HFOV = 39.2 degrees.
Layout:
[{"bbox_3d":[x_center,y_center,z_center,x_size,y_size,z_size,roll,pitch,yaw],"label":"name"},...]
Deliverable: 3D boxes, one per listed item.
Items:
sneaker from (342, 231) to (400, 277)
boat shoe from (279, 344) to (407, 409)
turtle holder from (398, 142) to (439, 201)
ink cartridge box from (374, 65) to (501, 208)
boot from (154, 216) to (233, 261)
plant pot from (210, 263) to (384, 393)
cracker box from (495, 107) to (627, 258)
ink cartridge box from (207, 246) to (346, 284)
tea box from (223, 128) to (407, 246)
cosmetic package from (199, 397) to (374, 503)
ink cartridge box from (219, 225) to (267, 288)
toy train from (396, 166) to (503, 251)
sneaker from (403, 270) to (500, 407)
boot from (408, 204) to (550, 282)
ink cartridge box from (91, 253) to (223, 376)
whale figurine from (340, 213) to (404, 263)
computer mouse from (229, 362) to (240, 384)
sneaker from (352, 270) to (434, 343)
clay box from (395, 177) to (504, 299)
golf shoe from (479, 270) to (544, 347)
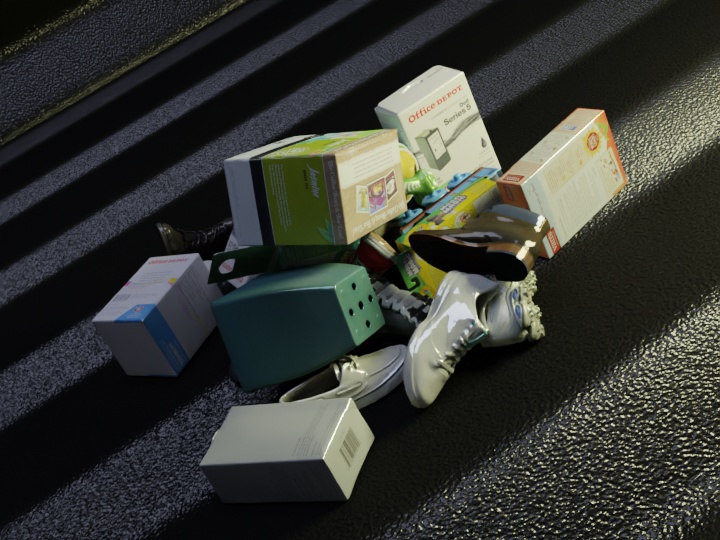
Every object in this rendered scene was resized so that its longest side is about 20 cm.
[{"bbox_3d":[0.000,0.000,1.554,0.113,0.071,0.200,-46,-4,-3],"label":"sneaker"},{"bbox_3d":[-0.020,0.151,1.405,0.199,0.066,0.072,-28,29,-1],"label":"boat shoe"},{"bbox_3d":[0.034,-0.160,1.644,0.131,0.142,0.185,-14,-9,-36],"label":"turtle holder"},{"bbox_3d":[0.134,-0.225,1.733,0.145,0.201,0.084,-35,30,-14],"label":"ink cartridge box"},{"bbox_3d":[-0.266,-0.071,1.847,0.173,0.200,0.069,-32,61,3],"label":"boot"},{"bbox_3d":[-0.078,0.071,1.443,0.199,0.142,0.141,-14,11,34],"label":"plant pot"},{"bbox_3d":[0.304,-0.132,1.515,0.200,0.134,0.058,-41,32,-24],"label":"cracker box"},{"bbox_3d":[-0.133,-0.005,1.576,0.199,0.048,0.146,-15,-16,-18],"label":"ink cartridge box"},{"bbox_3d":[-0.062,-0.124,1.503,0.195,0.135,0.200,1,17,28],"label":"tea box"},{"bbox_3d":[-0.098,0.237,1.322,0.199,0.081,0.113,-9,34,31],"label":"cosmetic package"},{"bbox_3d":[-0.156,-0.059,1.713,0.146,0.082,0.201,28,99,61],"label":"ink cartridge box"},{"bbox_3d":[0.148,-0.090,1.610,0.200,0.087,0.114,-37,19,-17],"label":"toy train"},{"bbox_3d":[0.124,0.091,1.339,0.088,0.075,0.201,8,65,37],"label":"sneaker"},{"bbox_3d":[0.168,-0.044,1.412,0.199,0.075,0.097,14,49,36],"label":"boot"},{"bbox_3d":[-0.330,0.067,1.728,0.128,0.126,0.200,-3,37,36],"label":"ink cartridge box"},{"bbox_3d":[-0.018,-0.086,1.737,0.199,0.104,0.159,-22,29,6],"label":"whale figurine"},{"bbox_3d":[-0.148,0.105,1.615,0.058,0.034,0.200,-4,37,36],"label":"computer mouse"},{"bbox_3d":[0.059,0.073,1.467,0.199,0.091,0.066,26,37,26],"label":"sneaker"},{"bbox_3d":[0.137,-0.037,1.522,0.199,0.115,0.048,-36,31,-16],"label":"clay box"},{"bbox_3d":[0.196,0.030,1.415,0.097,0.079,0.201,-23,28,20],"label":"golf shoe"}]
